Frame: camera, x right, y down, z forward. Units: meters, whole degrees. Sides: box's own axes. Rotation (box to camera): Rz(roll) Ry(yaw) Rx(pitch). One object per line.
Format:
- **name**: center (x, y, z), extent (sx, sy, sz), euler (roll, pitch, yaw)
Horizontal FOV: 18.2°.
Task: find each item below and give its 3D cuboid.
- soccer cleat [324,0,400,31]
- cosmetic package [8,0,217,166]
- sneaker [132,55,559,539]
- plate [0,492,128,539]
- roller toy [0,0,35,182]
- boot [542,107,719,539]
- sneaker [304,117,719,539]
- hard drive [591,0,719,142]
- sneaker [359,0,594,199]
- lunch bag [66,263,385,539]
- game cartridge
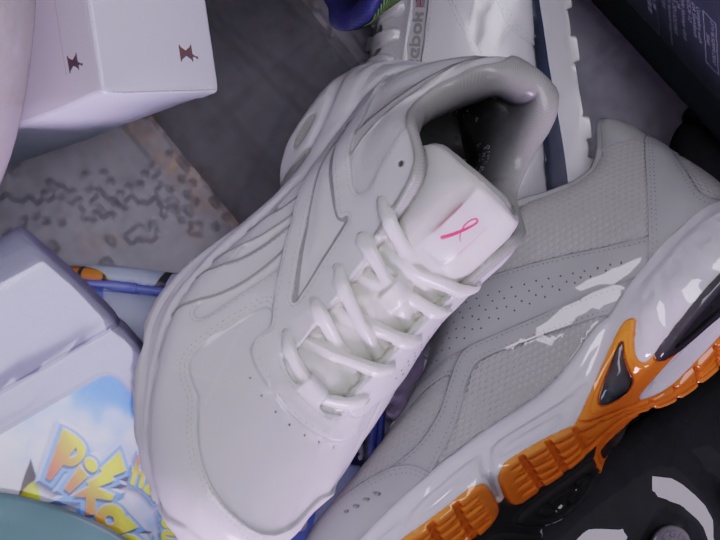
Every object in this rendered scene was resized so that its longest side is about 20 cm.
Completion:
- **soccer cleat**: center (-0.040, -0.158, 0.686), extent (0.200, 0.065, 0.084), euler (46, 62, -27)
- **cosmetic package**: center (-0.123, -0.141, 0.751), extent (0.051, 0.150, 0.202), euler (-5, 84, -43)
- **sneaker**: center (0.000, 0.000, 0.700), extent (0.078, 0.099, 0.201), euler (40, 58, -22)
- **plate**: center (-0.127, 0.169, 0.694), extent (0.198, 0.026, 0.202), euler (-1, 96, -8)
- **roller toy**: center (-0.195, -0.086, 0.680), extent (0.139, 0.200, 0.184), euler (0, 101, -33)
- **boot**: center (0.102, 0.059, 0.811), extent (0.200, 0.066, 0.165), euler (-38, 99, -8)
- **sneaker**: center (0.048, 0.031, 0.757), extent (0.200, 0.076, 0.092), euler (-40, 61, -11)
- **hard drive**: center (0.127, -0.086, 0.724), extent (0.033, 0.140, 0.200), euler (-30, 56, -10)
- **sneaker**: center (0.034, -0.089, 0.817), extent (0.080, 0.076, 0.202), euler (-9, 85, -2)
- **lunch bag**: center (-0.083, 0.080, 0.777), extent (0.198, 0.076, 0.162), euler (7, 87, -8)
- **game cartridge**: center (-0.101, 0.096, 0.721), extent (0.133, 0.040, 0.201), euler (-31, 99, -8)
